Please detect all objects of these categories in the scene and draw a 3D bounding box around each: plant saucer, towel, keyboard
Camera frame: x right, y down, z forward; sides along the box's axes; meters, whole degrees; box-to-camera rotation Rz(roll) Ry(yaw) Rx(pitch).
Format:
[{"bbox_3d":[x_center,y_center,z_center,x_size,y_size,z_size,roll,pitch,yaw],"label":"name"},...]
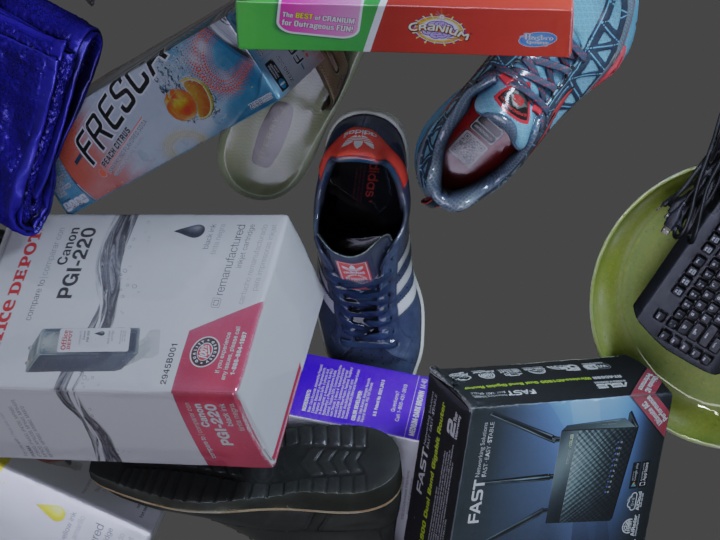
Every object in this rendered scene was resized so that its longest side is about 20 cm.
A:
[{"bbox_3d":[0.249,0.019,1.778,0.199,0.031,0.200,3,110,7],"label":"plant saucer"},{"bbox_3d":[-0.265,-0.127,1.742,0.200,0.050,0.148,30,111,26],"label":"towel"},{"bbox_3d":[0.241,-0.029,1.726,0.104,0.040,0.200,31,109,-4],"label":"keyboard"}]

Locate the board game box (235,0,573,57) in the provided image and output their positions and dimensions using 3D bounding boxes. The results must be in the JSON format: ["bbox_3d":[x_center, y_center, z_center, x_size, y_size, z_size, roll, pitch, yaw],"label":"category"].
[{"bbox_3d":[0.029,-0.198,1.661,0.199,0.153,0.040,1,139,2],"label":"board game box"}]

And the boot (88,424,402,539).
[{"bbox_3d":[-0.070,0.165,1.778,0.200,0.078,0.138,6,139,11],"label":"boot"}]

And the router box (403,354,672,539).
[{"bbox_3d":[0.108,0.158,1.758,0.150,0.062,0.200,-3,113,-26],"label":"router box"}]

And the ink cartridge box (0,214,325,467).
[{"bbox_3d":[-0.141,0.042,1.731,0.200,0.146,0.085,-1,142,21],"label":"ink cartridge box"}]

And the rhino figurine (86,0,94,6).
[{"bbox_3d":[-0.150,-0.241,1.722,0.087,0.060,0.200,35,106,-6],"label":"rhino figurine"}]

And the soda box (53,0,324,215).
[{"bbox_3d":[-0.122,-0.108,1.728,0.200,0.068,0.064,-27,103,37],"label":"soda box"}]

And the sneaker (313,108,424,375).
[{"bbox_3d":[0.000,0.000,1.775,0.075,0.085,0.200,-3,109,8],"label":"sneaker"}]

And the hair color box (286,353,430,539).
[{"bbox_3d":[-0.045,0.110,1.810,0.200,0.065,0.109,10,135,4],"label":"hair color box"}]

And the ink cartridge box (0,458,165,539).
[{"bbox_3d":[-0.250,0.182,1.871,0.200,0.083,0.145,24,110,-1],"label":"ink cartridge box"}]

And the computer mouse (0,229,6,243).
[{"bbox_3d":[-0.302,0.059,1.802,0.138,0.200,0.053,3,145,6],"label":"computer mouse"}]

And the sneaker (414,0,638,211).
[{"bbox_3d":[0.107,-0.111,1.716,0.079,0.096,0.200,34,110,-5],"label":"sneaker"}]

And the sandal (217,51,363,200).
[{"bbox_3d":[-0.038,-0.134,1.746,0.080,0.057,0.201,17,107,1],"label":"sandal"}]
